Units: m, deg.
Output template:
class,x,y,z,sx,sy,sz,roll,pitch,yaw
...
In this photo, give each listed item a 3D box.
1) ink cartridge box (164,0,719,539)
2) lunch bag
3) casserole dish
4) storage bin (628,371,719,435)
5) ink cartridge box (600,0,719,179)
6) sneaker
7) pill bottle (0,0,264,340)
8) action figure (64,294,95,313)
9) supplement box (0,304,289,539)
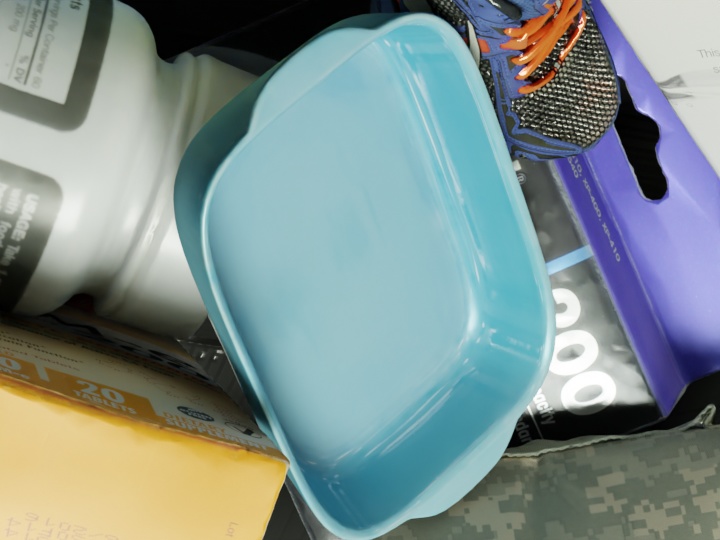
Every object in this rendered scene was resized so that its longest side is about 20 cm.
class,x,y,z,sx,sy,sz,roll,pitch,yaw
ink cartridge box,0.035,-0.019,0.921,0.200,0.043,0.199,-23,101,8
lunch bag,0.084,0.157,0.897,0.163,0.201,0.118,-8,171,1
casserole dish,0.000,0.000,0.825,0.121,0.039,0.200,-40,132,-21
storage bin,0.102,0.058,1.044,0.199,0.094,0.135,-11,135,-4
ink cartridge box,0.184,-0.086,0.869,0.146,0.083,0.200,-3,138,40
sneaker,0.042,-0.096,0.813,0.075,0.078,0.200,-57,140,-13
pill bottle,-0.138,-0.051,0.835,0.199,0.114,0.114,19,127,-13
action figure,-0.182,0.021,0.965,0.200,0.052,0.066,-23,131,1
supplement box,-0.112,0.057,0.850,0.126,0.200,0.074,18,94,-17
